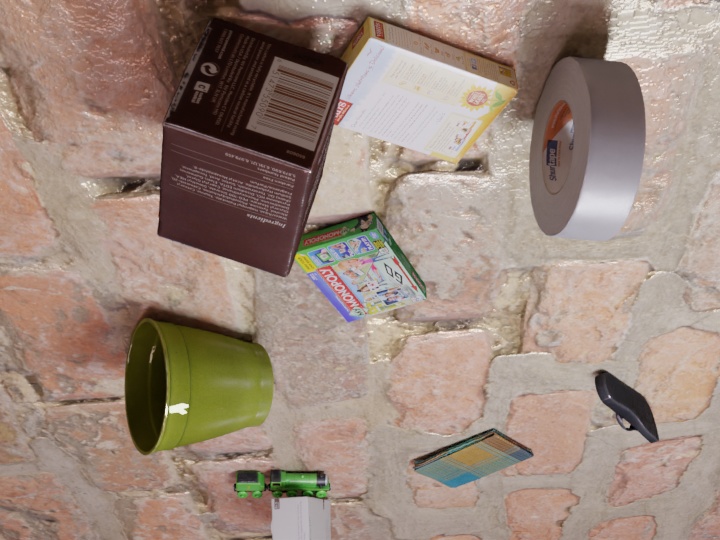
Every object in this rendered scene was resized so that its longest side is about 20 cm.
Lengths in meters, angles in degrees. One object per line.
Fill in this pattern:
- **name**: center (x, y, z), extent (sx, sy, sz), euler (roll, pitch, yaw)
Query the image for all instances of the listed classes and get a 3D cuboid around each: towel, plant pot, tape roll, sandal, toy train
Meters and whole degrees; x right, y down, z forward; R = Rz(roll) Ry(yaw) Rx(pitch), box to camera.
- **towel**: center (0.220, 0.370, 2.136), extent (0.198, 0.022, 0.146), euler (-29, 139, 29)
- **plant pot**: center (-0.243, 0.177, 1.685), extent (0.190, 0.203, 0.201), euler (3, 148, -30)
- **tape roll**: center (0.252, -0.137, 1.238), extent (0.065, 0.203, 0.201), euler (3, 146, -10)
- **sandal**: center (0.465, 0.242, 1.929), extent (0.043, 0.077, 0.200), euler (-29, 128, 30)
- **toy train**: center (-0.154, 0.421, 2.161), extent (0.196, 0.042, 0.057), euler (1, 135, -7)

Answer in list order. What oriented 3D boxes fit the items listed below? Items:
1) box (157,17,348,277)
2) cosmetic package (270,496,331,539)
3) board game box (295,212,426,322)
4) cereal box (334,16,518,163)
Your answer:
- **box**: center (-0.122, -0.132, 1.213), extent (0.162, 0.168, 0.201), euler (17, 144, -1)
- **cosmetic package**: center (-0.116, 0.512, 2.179), extent (0.080, 0.115, 0.200), euler (-5, 167, 10)
- **board game box**: center (0.000, 0.000, 1.570), extent (0.133, 0.030, 0.200), euler (-17, 143, 17)
- **cereal box**: center (0.063, -0.204, 1.267), extent (0.197, 0.040, 0.144), euler (15, 142, -24)
